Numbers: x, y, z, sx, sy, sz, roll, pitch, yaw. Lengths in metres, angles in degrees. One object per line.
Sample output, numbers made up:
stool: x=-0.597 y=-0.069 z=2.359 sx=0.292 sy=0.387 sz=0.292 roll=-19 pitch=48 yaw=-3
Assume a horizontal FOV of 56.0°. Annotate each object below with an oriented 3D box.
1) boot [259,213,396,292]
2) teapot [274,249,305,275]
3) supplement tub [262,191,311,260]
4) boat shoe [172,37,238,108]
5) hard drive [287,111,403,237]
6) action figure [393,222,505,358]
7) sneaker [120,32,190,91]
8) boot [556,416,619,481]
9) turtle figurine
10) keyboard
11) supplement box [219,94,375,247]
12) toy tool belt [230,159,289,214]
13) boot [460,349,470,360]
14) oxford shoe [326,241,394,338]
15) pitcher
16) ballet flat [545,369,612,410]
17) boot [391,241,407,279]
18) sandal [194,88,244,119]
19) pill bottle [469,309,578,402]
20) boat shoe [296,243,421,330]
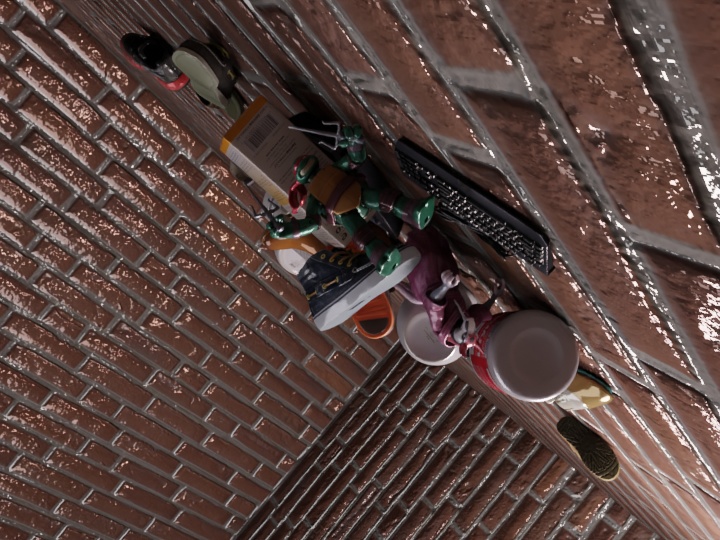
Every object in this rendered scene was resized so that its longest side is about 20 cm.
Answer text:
boot: x=-0.043 y=-0.018 z=1.046 sx=0.077 sy=0.198 sz=0.157 roll=126 pitch=129 yaw=-60
teapot: x=-0.088 y=-0.088 z=1.395 sx=0.201 sy=0.195 sz=0.147 roll=116 pitch=153 yaw=-49
supplement tub: x=-0.064 y=-0.084 z=1.199 sx=0.200 sy=0.145 sz=0.145 roll=40 pitch=176 yaw=24
boat shoe: x=-0.223 y=-0.301 z=0.998 sx=0.071 sy=0.061 sz=0.201 roll=29 pitch=176 yaw=-1
hard drive: x=-0.016 y=-0.134 z=0.943 sx=0.135 sy=0.042 sz=0.200 roll=37 pitch=173 yaw=42
action figure: x=0.098 y=0.036 z=0.876 sx=0.133 sy=0.149 sz=0.201 roll=23 pitch=-144 yaw=-37
sneaker: x=-0.431 y=-0.444 z=1.377 sx=0.200 sy=0.071 sz=0.098 roll=37 pitch=175 yaw=25
boot: x=0.529 y=0.418 z=1.516 sx=0.200 sy=0.066 sz=0.176 roll=47 pitch=-175 yaw=-46
turtle figurine: x=-0.024 y=-0.087 z=0.747 sx=0.199 sy=0.151 sz=0.100 roll=34 pitch=-165 yaw=19
keyboard: x=0.115 y=-0.057 z=0.700 sx=0.200 sy=0.021 sz=0.127 roll=40 pitch=175 yaw=29
supplement box: x=-0.082 y=-0.121 z=0.872 sx=0.200 sy=0.074 sz=0.126 roll=42 pitch=173 yaw=-13
toy tool belt: x=-0.119 y=-0.181 z=1.090 sx=0.199 sy=0.125 sz=0.124 roll=37 pitch=143 yaw=19
boot: x=0.198 y=0.125 z=1.358 sx=0.211 sy=0.079 sz=0.158 roll=52 pitch=177 yaw=40
oxford shoe: x=0.000 y=0.000 z=0.977 sx=0.073 sy=0.071 sz=0.202 roll=17 pitch=-122 yaw=-76
pitcher: x=0.109 y=0.051 z=1.070 sx=0.172 sy=0.121 sz=0.200 roll=49 pitch=-159 yaw=-2
ballet flat: x=0.315 y=0.184 z=1.037 sx=0.069 sy=0.063 sz=0.200 roll=41 pitch=176 yaw=-7
boot: x=0.070 y=-0.008 z=1.333 sx=0.130 sy=0.068 sz=0.200 roll=35 pitch=176 yaw=9
sandal: x=-0.266 y=-0.324 z=1.186 sx=0.080 sy=0.057 sz=0.201 roll=40 pitch=175 yaw=20
pill bottle: x=0.209 y=0.111 z=0.914 sx=0.112 sy=0.112 sz=0.200 roll=41 pitch=175 yaw=2
boat shoe: x=-0.012 y=-0.002 z=0.881 sx=0.071 sy=0.200 sz=0.092 roll=-15 pitch=-107 yaw=-49
